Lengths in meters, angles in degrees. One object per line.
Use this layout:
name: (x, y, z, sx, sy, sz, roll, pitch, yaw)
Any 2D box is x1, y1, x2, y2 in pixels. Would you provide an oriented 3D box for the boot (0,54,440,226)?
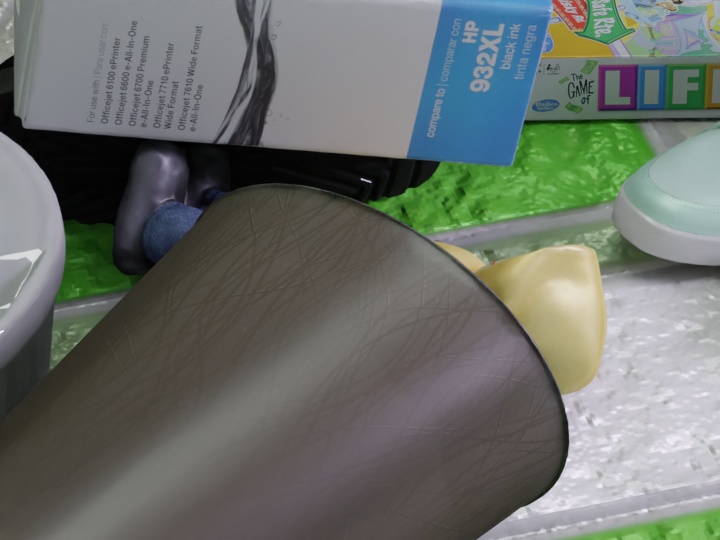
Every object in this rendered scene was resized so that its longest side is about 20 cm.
boot: (-0.071, -0.097, 1.273, 0.210, 0.080, 0.158, 0, 43, -14)

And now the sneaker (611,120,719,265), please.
sneaker: (0.189, -0.081, 1.207, 0.200, 0.118, 0.074, -21, 42, -21)

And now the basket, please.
basket: (-0.058, 0.081, 1.002, 0.180, 0.136, 0.200, 15, 43, 40)

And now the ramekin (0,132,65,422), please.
ramekin: (-0.206, 0.026, 1.109, 0.202, 0.094, 0.203, -1, 36, 1)

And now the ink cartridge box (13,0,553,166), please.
ink cartridge box: (-0.035, -0.124, 1.187, 0.199, 0.084, 0.145, 4, 43, -10)

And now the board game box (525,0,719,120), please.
board game box: (0.137, -0.139, 1.355, 0.134, 0.034, 0.200, -1, 37, 2)

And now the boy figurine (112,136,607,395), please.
boy figurine: (0.000, 0.000, 1.135, 0.200, 0.065, 0.124, 15, 6, 31)
